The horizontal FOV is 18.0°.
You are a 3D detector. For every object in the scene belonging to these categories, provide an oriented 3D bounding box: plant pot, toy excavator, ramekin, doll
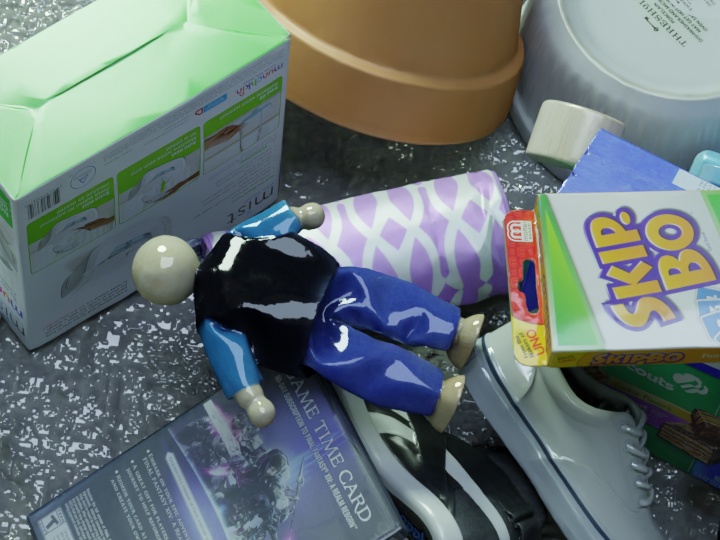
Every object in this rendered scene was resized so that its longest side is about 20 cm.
[{"bbox_3d":[0.025,-0.192,1.450,0.199,0.141,0.201,15,32,-10],"label":"plant pot"},{"bbox_3d":[0.212,-0.040,1.410,0.199,0.194,0.101,18,87,18],"label":"toy excavator"},{"bbox_3d":[0.198,-0.150,1.507,0.198,0.105,0.202,2,60,-4],"label":"ramekin"},{"bbox_3d":[-0.035,0.028,1.291,0.199,0.048,0.137,21,68,-4],"label":"doll"}]

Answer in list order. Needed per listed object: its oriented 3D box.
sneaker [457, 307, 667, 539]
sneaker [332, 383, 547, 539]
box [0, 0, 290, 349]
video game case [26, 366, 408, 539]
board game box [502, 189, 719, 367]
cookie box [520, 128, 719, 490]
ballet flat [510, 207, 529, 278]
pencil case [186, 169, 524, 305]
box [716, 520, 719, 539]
[{"bbox_3d":[0.140,0.112,1.332,0.071,0.073,0.200,-35,98,20],"label":"sneaker"},{"bbox_3d":[0.036,0.113,1.373,0.111,0.073,0.200,-4,41,-36],"label":"sneaker"},{"bbox_3d":[-0.148,-0.072,1.390,0.199,0.177,0.097,-33,67,-21],"label":"box"},{"bbox_3d":[-0.086,0.146,1.305,0.199,0.019,0.143,-33,56,5],"label":"video game case"},{"bbox_3d":[0.179,0.003,1.236,0.198,0.030,0.096,-3,64,-1],"label":"board game box"},{"bbox_3d":[0.182,0.029,1.349,0.170,0.200,0.075,27,62,11],"label":"cookie box"},{"bbox_3d":[0.029,-0.018,1.449,0.198,0.068,0.073,-11,42,-7],"label":"ballet flat"},{"bbox_3d":[0.000,0.000,1.366,0.198,0.086,0.084,-12,52,-4],"label":"pencil case"},{"bbox_3d":[0.312,0.167,1.284,0.198,0.197,0.125,15,61,3],"label":"box"}]
